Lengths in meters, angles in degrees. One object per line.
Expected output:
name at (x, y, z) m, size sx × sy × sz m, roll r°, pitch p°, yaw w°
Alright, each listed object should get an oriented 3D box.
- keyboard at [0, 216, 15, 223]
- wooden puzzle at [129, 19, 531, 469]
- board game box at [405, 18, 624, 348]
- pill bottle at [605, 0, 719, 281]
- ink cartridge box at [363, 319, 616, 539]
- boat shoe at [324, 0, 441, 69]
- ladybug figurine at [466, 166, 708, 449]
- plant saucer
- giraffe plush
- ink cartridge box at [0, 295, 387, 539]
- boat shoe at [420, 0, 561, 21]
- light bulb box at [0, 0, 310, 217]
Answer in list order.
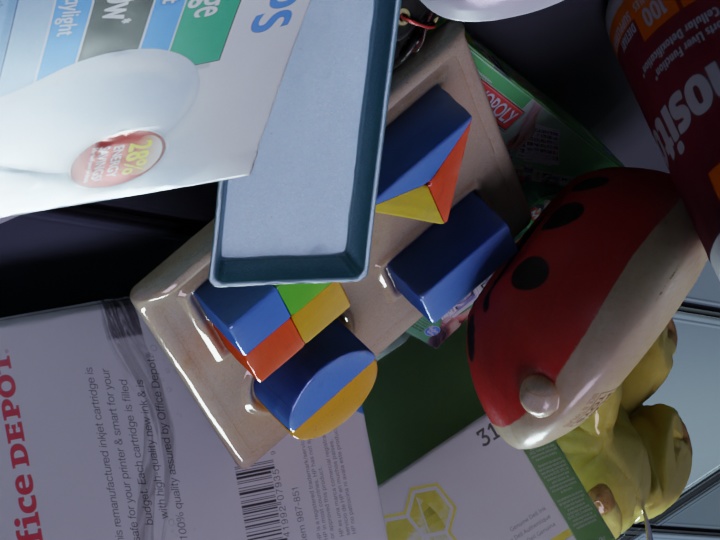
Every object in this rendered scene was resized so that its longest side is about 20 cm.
keyboard at (-0.158, -0.041, 1.280) m, size 0.200 × 0.011 × 0.056 m, roll -24°, pitch 150°, yaw 3°
wooden puzzle at (0.000, 0.000, 1.288) m, size 0.185 × 0.046 × 0.200 m, roll -41°, pitch 154°, yaw -9°
board game box at (0.035, -0.039, 1.371) m, size 0.135 × 0.029 × 0.200 m, roll -45°, pitch 151°, yaw 8°
pill bottle at (0.196, -0.056, 1.302) m, size 0.113 × 0.200 × 0.113 m, roll -18°, pitch 155°, yaw -9°
ink cartridge box at (0.028, 0.103, 1.484) m, size 0.146 × 0.200 × 0.048 m, roll -35°, pitch 170°, yaw 28°
boat shoe at (0.006, -0.112, 1.206) m, size 0.201 × 0.063 × 0.074 m, roll -25°, pitch 153°, yaw 4°
ladybug figurine at (0.103, 0.010, 1.359) m, size 0.136 × 0.072 × 0.200 m, roll -49°, pitch -178°, yaw 29°
plant saucer at (-0.021, -0.087, 1.157) m, size 0.070 × 0.019 × 0.200 m, roll -2°, pitch 115°, yaw -18°
giraffe plush at (0.081, 0.097, 1.573) m, size 0.162 × 0.200 × 0.173 m, roll -9°, pitch 155°, yaw 22°
ink cartridge box at (-0.103, 0.086, 1.396) m, size 0.200 × 0.145 × 0.084 m, roll -9°, pitch 178°, yaw -25°
boat shoe at (0.103, -0.171, 1.137) m, size 0.200 × 0.070 × 0.066 m, roll -28°, pitch 146°, yaw -12°
light bulb box at (-0.127, -0.117, 1.010) m, size 0.200 × 0.125 × 0.198 m, roll -11°, pitch 153°, yaw -21°
